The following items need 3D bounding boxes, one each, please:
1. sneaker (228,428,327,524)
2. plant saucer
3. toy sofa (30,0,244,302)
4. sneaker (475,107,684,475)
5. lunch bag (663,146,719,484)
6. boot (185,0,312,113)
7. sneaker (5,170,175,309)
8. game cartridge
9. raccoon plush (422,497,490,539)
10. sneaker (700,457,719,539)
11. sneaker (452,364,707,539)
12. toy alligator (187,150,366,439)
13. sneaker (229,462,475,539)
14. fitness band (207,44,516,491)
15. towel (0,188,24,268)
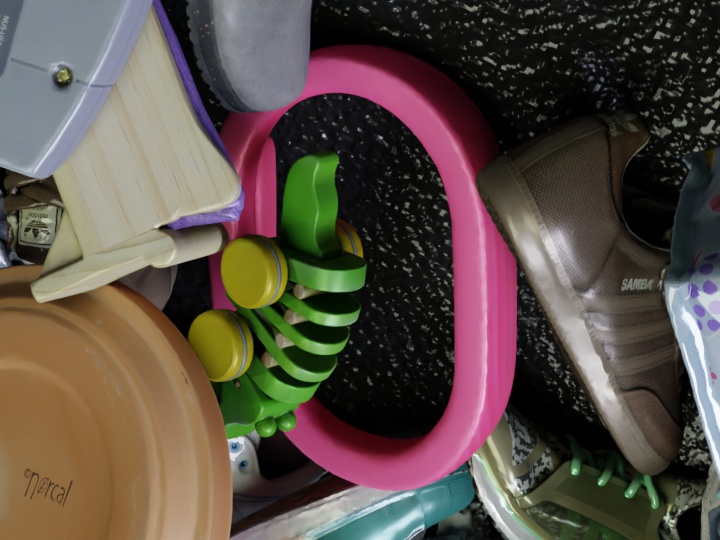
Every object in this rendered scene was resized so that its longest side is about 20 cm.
[{"bbox_3d":[-0.096,0.078,1.256,0.199,0.075,0.087,16,135,-41],"label":"sneaker"},{"bbox_3d":[-0.145,0.097,1.139,0.199,0.032,0.202,-3,84,30],"label":"plant saucer"},{"bbox_3d":[-0.113,-0.095,1.078,0.097,0.083,0.201,-22,89,11],"label":"toy sofa"},{"bbox_3d":[0.116,0.013,1.119,0.075,0.071,0.200,-30,137,2],"label":"sneaker"},{"bbox_3d":[0.219,0.050,1.003,0.168,0.127,0.201,-7,124,17],"label":"lunch bag"},{"bbox_3d":[0.002,-0.133,1.015,0.131,0.070,0.201,9,137,12],"label":"boot"},{"bbox_3d":[-0.125,-0.042,1.182,0.070,0.076,0.201,6,131,22],"label":"sneaker"},{"bbox_3d":[-0.137,-0.145,1.019,0.132,0.042,0.201,18,98,6],"label":"game cartridge"},{"bbox_3d":[0.028,0.182,1.328,0.097,0.134,0.200,41,174,-3],"label":"raccoon plush"},{"bbox_3d":[0.187,0.073,1.123,0.077,0.086,0.201,15,133,15],"label":"sneaker"},{"bbox_3d":[0.114,0.107,1.223,0.088,0.077,0.200,-33,110,10],"label":"sneaker"},{"bbox_3d":[-0.039,0.042,1.132,0.054,0.059,0.201,43,124,29],"label":"toy alligator"},{"bbox_3d":[-0.027,0.150,1.243,0.199,0.071,0.080,-27,93,4],"label":"sneaker"},{"bbox_3d":[0.000,0.000,1.156,0.143,0.037,0.201,9,112,31],"label":"fitness band"},{"bbox_3d":[-0.265,-0.045,1.256,0.165,0.086,0.201,-6,125,31],"label":"towel"}]
